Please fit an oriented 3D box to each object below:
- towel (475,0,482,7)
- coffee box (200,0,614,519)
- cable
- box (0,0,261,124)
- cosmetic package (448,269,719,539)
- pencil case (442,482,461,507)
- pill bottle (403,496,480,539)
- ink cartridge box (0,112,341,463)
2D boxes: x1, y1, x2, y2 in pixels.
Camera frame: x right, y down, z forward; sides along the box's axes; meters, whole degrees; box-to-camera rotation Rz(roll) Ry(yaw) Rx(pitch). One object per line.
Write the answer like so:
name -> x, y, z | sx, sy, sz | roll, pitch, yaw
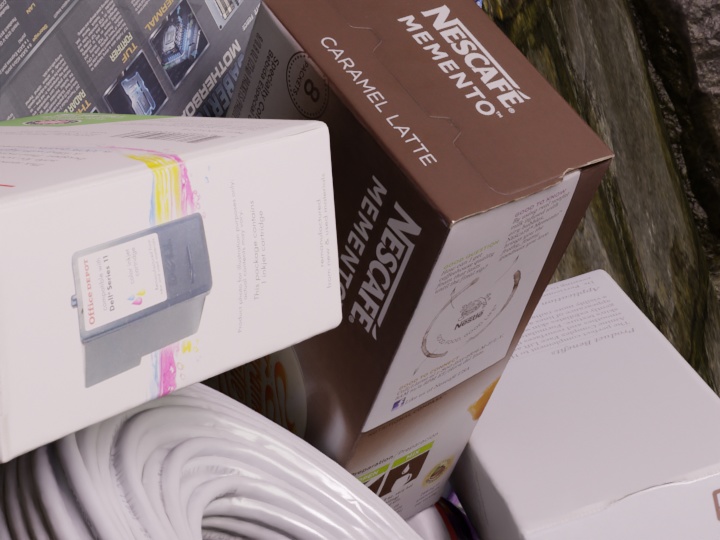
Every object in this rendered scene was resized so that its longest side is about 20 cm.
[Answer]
towel -> 0.029, -0.059, 0.897 | 0.145, 0.024, 0.201 | 114, -9, -59
coffee box -> 0.000, 0.000, 0.745 | 0.115, 0.079, 0.201 | 50, -38, 24
cable -> -0.035, 0.112, 0.644 | 0.200, 0.069, 0.200 | 46, 19, 25
box -> -0.102, -0.093, 0.711 | 0.201, 0.051, 0.158 | -58, 134, -34
cosmetic package -> 0.091, 0.076, 0.829 | 0.200, 0.101, 0.075 | -117, -169, -65
pencil case -> 0.043, 0.128, 1.084 | 0.086, 0.084, 0.200 | 57, 4, 31
pill bottle -> 0.017, 0.154, 0.904 | 0.200, 0.111, 0.112 | 40, 38, -64
ink cartridge box -> -0.106, 0.002, 0.562 | 0.200, 0.116, 0.068 | -19, 110, -56
